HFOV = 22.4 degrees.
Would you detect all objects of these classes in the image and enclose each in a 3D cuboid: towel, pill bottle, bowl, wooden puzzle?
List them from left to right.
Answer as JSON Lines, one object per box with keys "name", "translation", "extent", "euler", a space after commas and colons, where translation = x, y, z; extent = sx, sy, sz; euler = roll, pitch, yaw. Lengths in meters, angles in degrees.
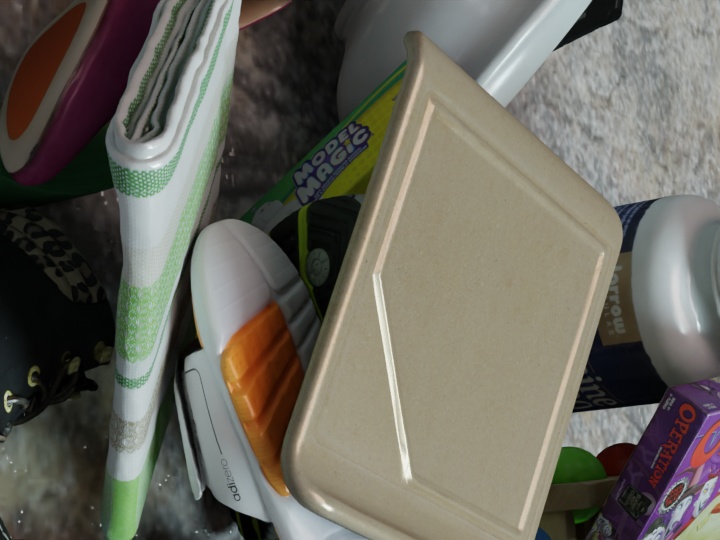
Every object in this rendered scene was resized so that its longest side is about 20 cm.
{"name": "towel", "translation": [-0.081, -0.011, 0.718], "extent": [0.150, 0.031, 0.201], "euler": [-76, 178, -50]}
{"name": "bowl", "translation": [0.049, -0.132, 0.952], "extent": [0.090, 0.201, 0.201], "euler": [41, 45, 3]}
{"name": "wooden puzzle", "translation": [0.041, 0.026, 0.770], "extent": [0.185, 0.037, 0.201], "euler": [34, 65, -49]}
{"name": "pill bottle", "translation": [0.150, 0.019, 1.003], "extent": [0.111, 0.199, 0.112], "euler": [15, 70, -48]}

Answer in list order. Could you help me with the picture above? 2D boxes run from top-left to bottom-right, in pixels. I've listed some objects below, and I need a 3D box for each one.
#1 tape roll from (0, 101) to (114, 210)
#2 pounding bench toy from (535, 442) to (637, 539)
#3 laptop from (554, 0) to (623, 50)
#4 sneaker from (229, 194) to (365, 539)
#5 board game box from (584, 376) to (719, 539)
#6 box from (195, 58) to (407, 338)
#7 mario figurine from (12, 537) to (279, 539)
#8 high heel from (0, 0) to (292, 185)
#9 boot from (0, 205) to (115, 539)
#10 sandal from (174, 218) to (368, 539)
{"name": "tape roll", "translation": [-0.151, -0.128, 0.785], "extent": [0.200, 0.048, 0.202], "euler": [13, 73, -49]}
{"name": "pounding bench toy", "translation": [0.088, 0.174, 0.954], "extent": [0.199, 0.124, 0.157], "euler": [1, 81, -50]}
{"name": "laptop", "translation": [0.094, -0.245, 1.143], "extent": [0.177, 0.103, 0.201], "euler": [-30, 131, -49]}
{"name": "sneaker", "translation": [-0.011, 0.043, 0.828], "extent": [0.076, 0.201, 0.076], "euler": [-10, 48, -29]}
{"name": "board game box", "translation": [0.187, 0.102, 0.916], "extent": [0.199, 0.032, 0.121], "euler": [-6, 123, -50]}
{"name": "box", "translation": [0.000, 0.000, 0.869], "extent": [0.117, 0.200, 0.048], "euler": [39, 13, -39]}
{"name": "mario figurine", "translation": [-0.070, 0.169, 0.770], "extent": [0.199, 0.123, 0.107], "euler": [15, 58, -44]}
{"name": "high heel", "translation": [-0.081, -0.091, 0.767], "extent": [0.096, 0.067, 0.201], "euler": [41, 49, -25]}
{"name": "boot", "translation": [-0.140, 0.060, 0.696], "extent": [0.204, 0.073, 0.153], "euler": [53, 34, 13]}
{"name": "sandal", "translation": [-0.038, 0.083, 0.736], "extent": [0.079, 0.059, 0.208], "euler": [-18, 88, -62]}
